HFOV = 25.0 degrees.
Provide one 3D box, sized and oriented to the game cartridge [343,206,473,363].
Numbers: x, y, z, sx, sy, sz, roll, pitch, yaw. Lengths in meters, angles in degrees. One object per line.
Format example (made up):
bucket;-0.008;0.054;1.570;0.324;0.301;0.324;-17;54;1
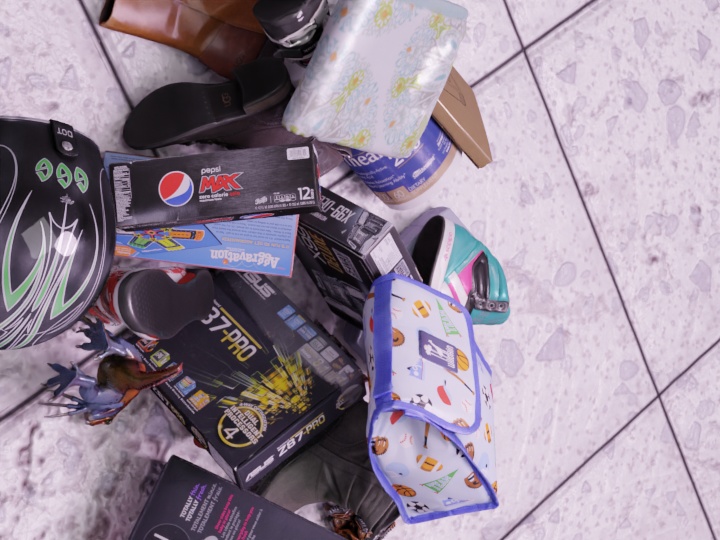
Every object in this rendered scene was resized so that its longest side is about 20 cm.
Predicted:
game cartridge;0.067;0.032;1.852;0.133;0.040;0.200;49;66;-32

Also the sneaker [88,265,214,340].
sneaker;-0.222;0.030;1.550;0.201;0.107;0.068;-13;101;-75

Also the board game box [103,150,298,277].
board game box;-0.161;-0.056;1.616;0.199;0.019;0.104;7;88;0

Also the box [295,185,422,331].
box;0.000;0.000;1.688;0.050;0.157;0.200;-47;139;-16

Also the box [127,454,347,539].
box;-0.130;0.284;1.634;0.199;0.106;0.123;27;76;-4

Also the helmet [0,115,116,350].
helmet;-0.316;-0.026;1.481;0.199;0.200;0.192;16;68;-36

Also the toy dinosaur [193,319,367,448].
toy dinosaur;-0.087;0.139;1.711;0.181;0.105;0.200;-43;130;-4

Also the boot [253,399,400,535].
boot;-0.025;0.234;1.710;0.200;0.131;0.068;-50;160;5

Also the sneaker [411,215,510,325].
sneaker;0.104;0.052;1.814;0.120;0.084;0.201;22;79;-26

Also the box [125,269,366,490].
box;-0.116;0.098;1.614;0.161;0.200;0.049;-35;147;-18

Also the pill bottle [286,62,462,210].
pill bottle;0.012;-0.167;1.748;0.200;0.111;0.111;46;68;-30

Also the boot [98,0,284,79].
boot;-0.156;-0.302;1.660;0.199;0.068;0.189;22;88;-28

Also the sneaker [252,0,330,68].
sneaker;-0.056;-0.237;1.571;0.074;0.200;0.089;-22;105;6

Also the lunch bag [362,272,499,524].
lunch bag;0.063;0.122;1.590;0.200;0.123;0.171;58;23;-44

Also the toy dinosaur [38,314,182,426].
toy dinosaur;-0.234;0.116;1.546;0.105;0.199;0.182;-60;154;-9

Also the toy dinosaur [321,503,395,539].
toy dinosaur;0.009;0.244;1.806;0.136;0.102;0.201;43;53;-57

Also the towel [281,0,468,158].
towel;0.021;-0.200;1.601;0.200;0.048;0.172;8;110;-56

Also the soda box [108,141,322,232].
soda box;-0.138;-0.080;1.570;0.199;0.071;0.064;-5;87;1

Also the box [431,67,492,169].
box;0.071;-0.222;1.777;0.021;0.164;0.200;-33;121;19

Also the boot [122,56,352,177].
boot;-0.123;-0.126;1.662;0.174;0.199;0.070;59;19;-55
